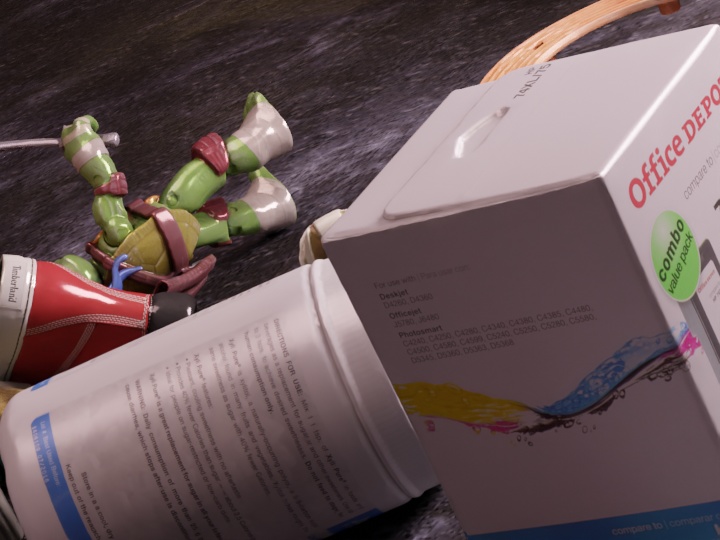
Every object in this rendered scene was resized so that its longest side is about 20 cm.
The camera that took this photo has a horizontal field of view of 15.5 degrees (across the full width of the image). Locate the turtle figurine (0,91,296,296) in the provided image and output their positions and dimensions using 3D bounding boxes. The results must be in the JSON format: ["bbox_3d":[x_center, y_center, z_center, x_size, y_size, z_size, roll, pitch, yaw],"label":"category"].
[{"bbox_3d":[-0.151,-0.048,1.761,0.194,0.144,0.200,-27,15,-26],"label":"turtle figurine"}]

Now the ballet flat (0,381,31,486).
[{"bbox_3d":[-0.204,0.095,1.586,0.071,0.071,0.200,-39,28,-31],"label":"ballet flat"}]

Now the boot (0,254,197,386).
[{"bbox_3d":[-0.168,0.055,1.657,0.144,0.072,0.200,11,-21,-12],"label":"boot"}]

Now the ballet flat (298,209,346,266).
[{"bbox_3d":[0.000,0.000,1.560,0.073,0.073,0.200,-27,19,-1],"label":"ballet flat"}]

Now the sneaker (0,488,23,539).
[{"bbox_3d":[-0.288,0.128,1.545,0.114,0.076,0.199,-33,41,-17],"label":"sneaker"}]

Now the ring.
[{"bbox_3d":[0.160,-0.124,1.507,0.200,0.019,0.200,-21,19,8],"label":"ring"}]

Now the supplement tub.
[{"bbox_3d":[-0.068,0.085,1.331,0.200,0.132,0.132,-23,19,9],"label":"supplement tub"}]

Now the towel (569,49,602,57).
[{"bbox_3d":[0.138,-0.057,1.512,0.200,0.086,0.166,-37,23,-32],"label":"towel"}]

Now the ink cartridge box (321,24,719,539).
[{"bbox_3d":[0.108,0.022,1.161,0.146,0.200,0.147,-12,24,36],"label":"ink cartridge box"}]
